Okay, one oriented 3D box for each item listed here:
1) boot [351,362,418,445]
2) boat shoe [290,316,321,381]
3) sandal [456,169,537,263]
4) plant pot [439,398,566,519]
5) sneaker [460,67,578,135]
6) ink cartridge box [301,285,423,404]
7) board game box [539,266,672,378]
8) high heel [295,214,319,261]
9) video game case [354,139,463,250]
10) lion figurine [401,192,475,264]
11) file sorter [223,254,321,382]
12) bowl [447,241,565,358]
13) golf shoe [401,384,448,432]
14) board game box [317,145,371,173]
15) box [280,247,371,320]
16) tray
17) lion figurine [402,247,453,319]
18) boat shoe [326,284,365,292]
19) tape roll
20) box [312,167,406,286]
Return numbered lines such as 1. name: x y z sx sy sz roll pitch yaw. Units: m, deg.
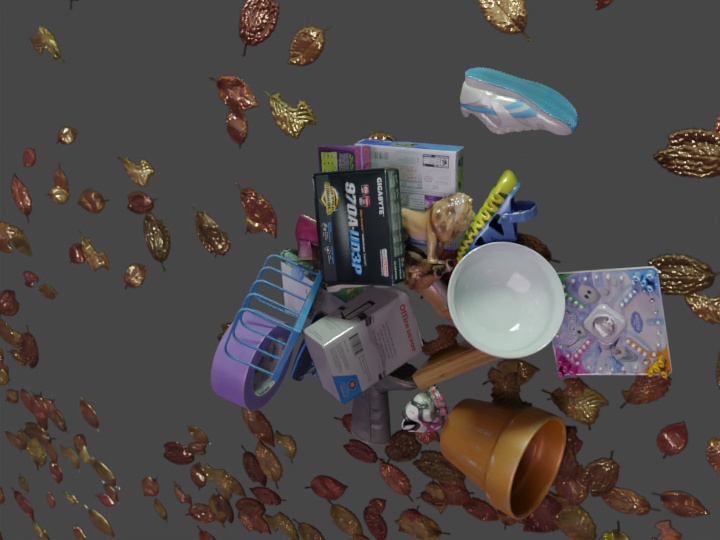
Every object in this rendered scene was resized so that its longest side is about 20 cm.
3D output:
1. boot: 0.050 0.282 1.582 0.181 0.072 0.201 16 114 38
2. boat shoe: -0.098 0.182 1.602 0.068 0.084 0.200 21 141 -5
3. sandal: 0.236 -0.072 1.309 0.087 0.080 0.200 30 128 1
4. plant pot: 0.259 0.334 1.428 0.183 0.200 0.201 21 123 39
5. sneaker: 0.254 -0.258 1.217 0.199 0.076 0.081 28 132 23
6. ink cartridge box: 0.007 0.134 1.439 0.084 0.199 0.147 29 143 51
7. board game box: 0.423 0.097 1.311 0.199 0.026 0.201 -5 110 31
8. high heel: -0.037 -0.071 1.484 0.199 0.067 0.097 -4 83 26
9. video game case: 0.089 -0.140 1.376 0.199 0.045 0.182 9 115 26
10. lion figurine: 0.104 -0.077 1.325 0.199 0.072 0.123 6 92 34
11. file sorter: -0.168 0.083 1.472 0.122 0.200 0.139 25 125 -4
12. bowl: 0.243 0.059 1.304 0.201 0.201 0.090 39 166 8
13. golf shoe: 0.118 0.281 1.486 0.200 0.092 0.073 78 165 -66
14. board game box: -0.026 -0.128 1.385 0.120 0.032 0.201 11 107 49
15. box: -0.070 0.039 1.557 0.199 0.036 0.145 9 117 25
16. tray: 0.198 0.159 1.421 0.199 0.099 0.037 -30 92 36
17. lion figurine: 0.146 0.041 1.405 0.200 0.072 0.122 54 145 -9
18. boat shoe: 0.000 0.000 1.415 0.201 0.071 0.061 -12 90 49
19. tape roll: -0.228 0.191 1.617 0.085 0.200 0.201 20 121 20
20. box: -0.003 -0.076 1.321 0.158 0.046 0.201 2 100 35
